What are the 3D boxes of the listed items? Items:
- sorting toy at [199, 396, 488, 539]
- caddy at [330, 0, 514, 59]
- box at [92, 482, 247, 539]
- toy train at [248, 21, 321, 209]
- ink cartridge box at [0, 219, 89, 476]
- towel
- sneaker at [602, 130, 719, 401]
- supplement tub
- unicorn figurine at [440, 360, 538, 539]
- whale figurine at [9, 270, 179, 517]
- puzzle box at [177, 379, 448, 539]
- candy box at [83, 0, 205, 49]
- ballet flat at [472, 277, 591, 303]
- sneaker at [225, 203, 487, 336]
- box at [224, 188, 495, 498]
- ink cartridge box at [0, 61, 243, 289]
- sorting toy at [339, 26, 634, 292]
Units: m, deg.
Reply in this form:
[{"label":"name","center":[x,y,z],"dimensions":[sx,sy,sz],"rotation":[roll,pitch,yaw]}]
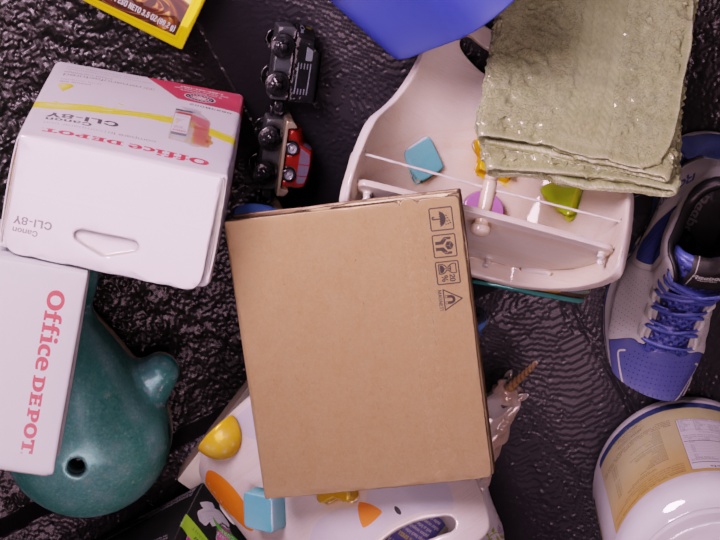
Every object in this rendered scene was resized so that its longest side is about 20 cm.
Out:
[{"label":"sorting toy","center":[-0.004,0.154,1.520],"dimensions":[0.200,0.107,0.180],"rotation":[-41,70,6]},{"label":"caddy","center":[0.046,-0.228,1.414],"dimensions":[0.105,0.200,0.142],"rotation":[44,64,-19]},{"label":"box","center":[-0.147,0.288,1.580],"dimensions":[0.124,0.200,0.149],"rotation":[-29,108,27]},{"label":"toy train","center":[-0.057,-0.082,1.548],"dimensions":[0.045,0.034,0.202],"rotation":[4,110,-14]},{"label":"ink cartridge box","center":[-0.292,0.039,1.442],"dimensions":[0.198,0.145,0.147],"rotation":[11,100,-9]},{"label":"towel","center":[0.157,-0.146,1.463],"dimensions":[0.147,0.037,0.202],"rotation":[10,66,-2]},{"label":"sneaker","center":[0.232,0.007,1.534],"dimensions":[0.080,0.115,0.201],"rotation":[13,110,-3]},{"label":"supplement tub","center":[0.250,0.194,1.557],"dimensions":[0.143,0.200,0.146],"rotation":[0,111,0]},{"label":"unicorn figurine","center":[0.070,0.163,1.596],"dimensions":[0.136,0.074,0.201],"rotation":[-17,115,-15]},{"label":"whale figurine","center":[-0.213,0.091,1.571],"dimensions":[0.158,0.104,0.202],"rotation":[-8,111,4]},{"label":"puzzle box","center":[-0.025,0.164,1.639],"dimensions":[0.199,0.025,0.133],"rotation":[36,105,-12]},{"label":"candy box","center":[-0.193,-0.246,1.492],"dimensions":[0.199,0.026,0.103],"rotation":[26,105,-9]},{"label":"ballet flat","center":[0.075,-0.020,1.554],"dimensions":[0.198,0.074,0.075],"rotation":[7,110,-6]},{"label":"sneaker","center":[0.000,0.000,1.479],"dimensions":[0.199,0.066,0.078],"rotation":[34,125,-18]},{"label":"box","center":[0.000,0.052,1.438],"dimensions":[0.162,0.021,0.202],"rotation":[-6,104,6]},{"label":"ink cartridge box","center":[-0.160,-0.070,1.462],"dimensions":[0.144,0.200,0.084],"rotation":[11,110,-4]},{"label":"sorting toy","center":[0.100,-0.091,1.493],"dimensions":[0.198,0.107,0.181],"rotation":[15,74,1]}]
